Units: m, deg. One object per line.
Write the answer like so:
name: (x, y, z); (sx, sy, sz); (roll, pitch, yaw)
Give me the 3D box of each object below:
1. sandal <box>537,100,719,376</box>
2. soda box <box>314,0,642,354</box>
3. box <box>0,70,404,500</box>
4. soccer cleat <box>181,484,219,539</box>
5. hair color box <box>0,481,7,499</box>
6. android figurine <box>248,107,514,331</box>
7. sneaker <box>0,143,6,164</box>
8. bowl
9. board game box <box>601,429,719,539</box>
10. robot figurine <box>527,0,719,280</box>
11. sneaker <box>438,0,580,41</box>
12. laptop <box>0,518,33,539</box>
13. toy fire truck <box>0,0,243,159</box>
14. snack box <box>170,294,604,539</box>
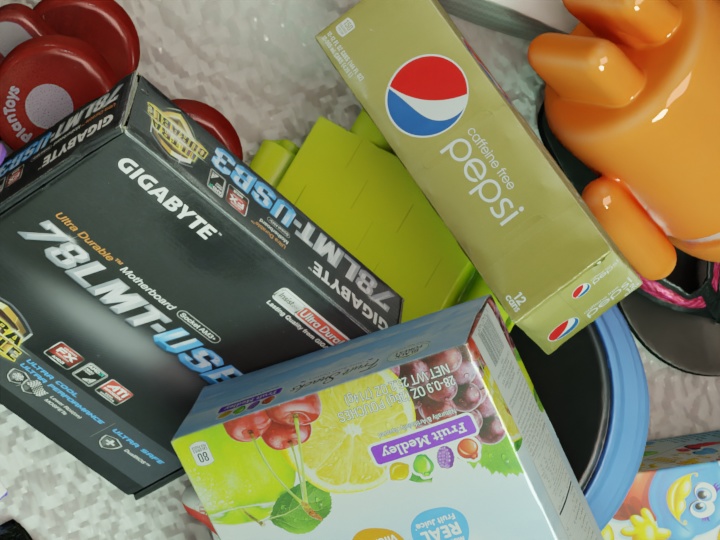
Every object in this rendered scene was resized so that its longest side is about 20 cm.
sandal: (0.168, -0.021, 1.698); (0.075, 0.045, 0.200); (-35, 101, -13)
soda box: (0.061, -0.057, 1.544); (0.064, 0.068, 0.200); (-38, 66, 6)
box: (-0.115, 0.014, 1.521); (0.200, 0.198, 0.050); (40, 39, -28)
soccer cleat: (0.002, 0.107, 1.563); (0.200, 0.069, 0.085); (2, 101, 18)
hair color box: (-0.291, 0.075, 1.554); (0.109, 0.065, 0.200); (-43, 105, -28)
android figurine: (0.000, 0.000, 1.607); (0.182, 0.041, 0.200); (27, 86, 23)
sneaker: (-0.215, -0.093, 1.373); (0.114, 0.073, 0.201); (9, 102, -21)
bowl: (0.055, 0.075, 1.614); (0.200, 0.039, 0.201); (-4, 78, 20)
board game box: (0.195, 0.150, 1.684); (0.200, 0.105, 0.103); (-7, 95, -14)
robot figurine: (0.180, -0.082, 1.615); (0.117, 0.144, 0.200); (-28, 129, 30)
sneaker: (0.119, -0.185, 1.667); (0.200, 0.074, 0.116); (13, 88, -26)
laptop: (-0.198, 0.269, 1.589); (0.200, 0.103, 0.177); (48, 48, 9)
toy fire truck: (-0.163, -0.041, 1.585); (0.168, 0.112, 0.200); (-39, 105, 16)
snack box: (0.026, 0.132, 1.492); (0.169, 0.068, 0.200); (-19, 108, 22)
